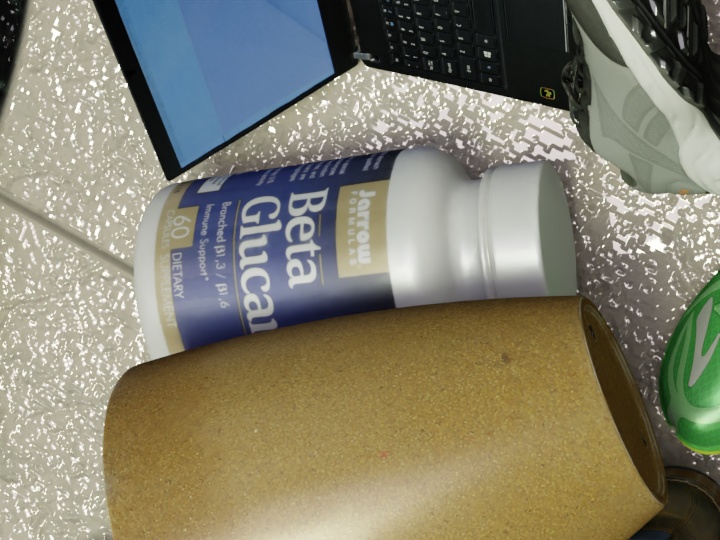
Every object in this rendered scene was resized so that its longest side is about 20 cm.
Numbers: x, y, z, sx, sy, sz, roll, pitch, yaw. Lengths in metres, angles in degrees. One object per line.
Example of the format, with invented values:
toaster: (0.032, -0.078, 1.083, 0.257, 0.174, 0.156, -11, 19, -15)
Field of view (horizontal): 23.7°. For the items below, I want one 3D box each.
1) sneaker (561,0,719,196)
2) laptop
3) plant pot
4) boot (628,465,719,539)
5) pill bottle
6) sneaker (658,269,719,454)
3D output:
sneaker: (0.119, -0.088, 0.757, 0.079, 0.200, 0.075, -6, 58, 27)
laptop: (-0.001, -0.108, 0.782, 0.198, 0.178, 0.104, 15, 63, 17)
plant pot: (0.023, 0.093, 0.733, 0.199, 0.186, 0.188, -22, 87, 16)
boot: (0.076, 0.158, 0.789, 0.199, 0.097, 0.075, -36, 85, 17)
pill bottle: (0.000, 0.000, 0.835, 0.198, 0.111, 0.112, -7, 92, 18)
sneaker: (0.199, -0.006, 0.779, 0.074, 0.083, 0.201, 43, 102, 30)
